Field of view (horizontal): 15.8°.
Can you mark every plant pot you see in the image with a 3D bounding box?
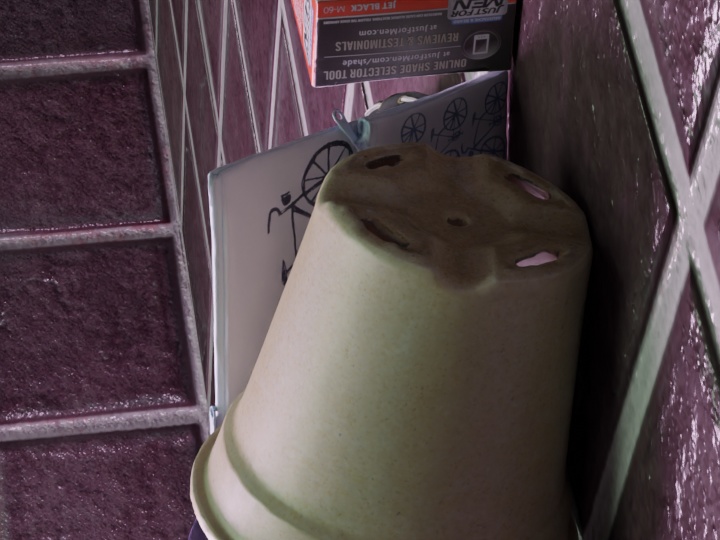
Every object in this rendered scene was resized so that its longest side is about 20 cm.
[{"bbox_3d":[0.030,0.046,1.271,0.201,0.200,0.184,-109,27,-57],"label":"plant pot"}]

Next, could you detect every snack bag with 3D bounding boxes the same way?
[{"bbox_3d":[0.000,0.000,1.387,0.021,0.200,0.189,32,131,44],"label":"snack bag"}]

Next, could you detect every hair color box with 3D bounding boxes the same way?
[{"bbox_3d":[0.012,-0.190,1.427,0.064,0.111,0.200,93,168,-45],"label":"hair color box"}]

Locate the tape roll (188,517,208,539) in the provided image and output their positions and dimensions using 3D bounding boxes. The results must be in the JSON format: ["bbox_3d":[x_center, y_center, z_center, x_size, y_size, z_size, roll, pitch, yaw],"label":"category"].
[{"bbox_3d":[0.010,0.169,1.352,0.200,0.200,0.066,-108,15,-57],"label":"tape roll"}]

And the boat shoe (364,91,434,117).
[{"bbox_3d":[0.029,-0.075,1.603,0.068,0.072,0.200,-59,2,-1],"label":"boat shoe"}]
